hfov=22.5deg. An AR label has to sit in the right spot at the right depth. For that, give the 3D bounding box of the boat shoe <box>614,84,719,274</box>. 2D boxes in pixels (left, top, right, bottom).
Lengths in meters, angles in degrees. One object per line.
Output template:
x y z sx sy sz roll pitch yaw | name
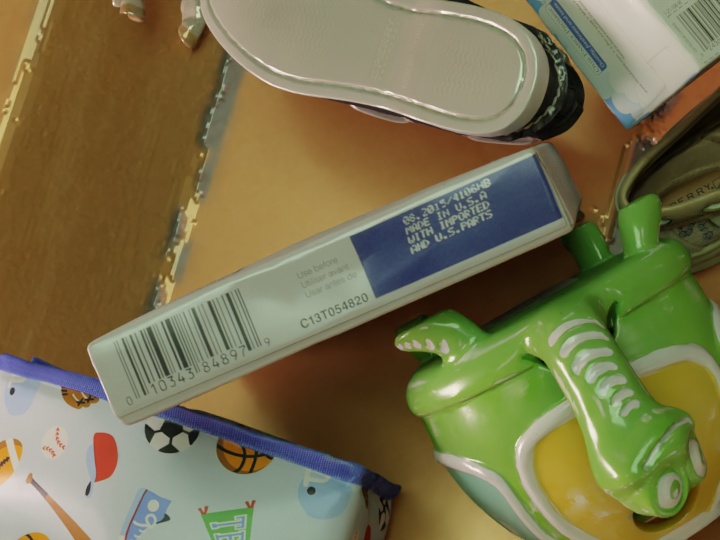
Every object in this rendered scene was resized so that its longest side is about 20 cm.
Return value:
0.204 -0.072 0.820 0.200 0.063 0.073 -39 66 2 | boat shoe

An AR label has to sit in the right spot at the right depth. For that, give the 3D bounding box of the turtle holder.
0.104 0.051 0.756 0.141 0.185 0.132 -28 90 -30 | turtle holder

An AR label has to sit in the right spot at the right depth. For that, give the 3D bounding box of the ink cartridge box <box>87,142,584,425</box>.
0.000 0.000 0.788 0.199 0.200 0.041 -24 89 8 | ink cartridge box

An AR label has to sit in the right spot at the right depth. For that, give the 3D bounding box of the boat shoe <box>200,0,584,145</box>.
0.012 -0.106 0.826 0.199 0.060 0.074 20 94 34 | boat shoe

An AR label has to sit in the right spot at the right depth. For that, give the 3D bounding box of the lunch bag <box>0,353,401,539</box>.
-0.103 0.141 0.820 0.199 0.124 0.171 15 80 13 | lunch bag

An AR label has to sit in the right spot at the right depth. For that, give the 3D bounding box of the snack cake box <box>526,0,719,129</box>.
0.161 -0.167 0.796 0.200 0.067 0.115 -36 87 -27 | snack cake box

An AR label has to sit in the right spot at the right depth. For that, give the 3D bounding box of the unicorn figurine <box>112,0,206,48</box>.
-0.043 -0.175 0.922 0.199 0.074 0.138 21 85 19 | unicorn figurine
